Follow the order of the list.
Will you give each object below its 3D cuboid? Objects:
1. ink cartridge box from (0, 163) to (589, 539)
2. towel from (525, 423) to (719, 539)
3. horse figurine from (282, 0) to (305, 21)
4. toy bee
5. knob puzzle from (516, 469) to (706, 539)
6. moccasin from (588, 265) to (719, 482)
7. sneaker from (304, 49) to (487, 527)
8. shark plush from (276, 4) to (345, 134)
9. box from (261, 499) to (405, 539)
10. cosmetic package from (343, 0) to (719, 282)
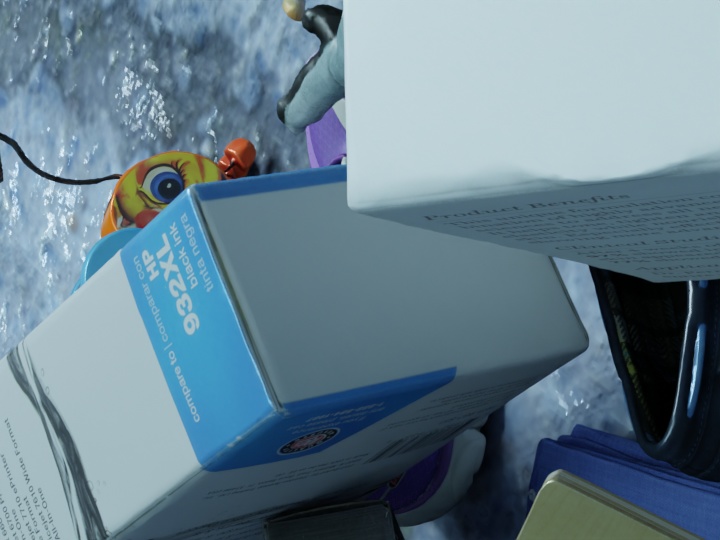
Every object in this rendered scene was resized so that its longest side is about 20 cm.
[{"bbox_3d":[-0.042,0.043,0.923,0.200,0.145,0.084,-39,70,44],"label":"ink cartridge box"},{"bbox_3d":[0.104,0.166,0.942,0.144,0.024,0.201,14,100,52],"label":"towel"},{"bbox_3d":[-0.019,-0.173,1.042,0.200,0.050,0.133,49,122,16],"label":"horse figurine"},{"bbox_3d":[-0.079,-0.008,1.152,0.201,0.108,0.131,65,161,-12],"label":"toy bee"},{"bbox_3d":[0.102,0.178,0.822,0.218,0.030,0.221,5,111,14],"label":"knob puzzle"},{"bbox_3d":[0.105,-0.024,0.910,0.081,0.068,0.201,-48,48,41],"label":"moccasin"},{"bbox_3d":[0.000,0.000,1.044,0.080,0.083,0.201,-25,66,51],"label":"sneaker"},{"bbox_3d":[0.022,-0.087,0.959,0.199,0.091,0.084,-17,75,40],"label":"shark plush"},{"bbox_3d":[0.010,0.198,0.968,0.158,0.048,0.201,70,-169,-73],"label":"box"},{"bbox_3d":[0.112,-0.093,0.757,0.166,0.200,0.168,-5,82,30],"label":"cosmetic package"}]
